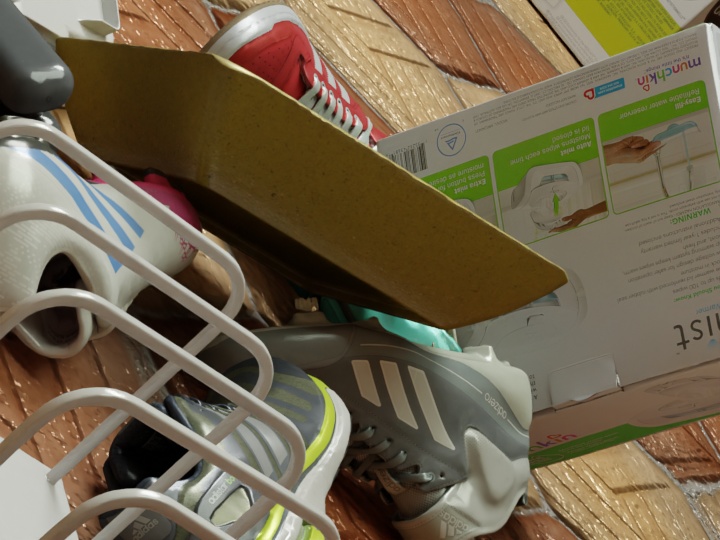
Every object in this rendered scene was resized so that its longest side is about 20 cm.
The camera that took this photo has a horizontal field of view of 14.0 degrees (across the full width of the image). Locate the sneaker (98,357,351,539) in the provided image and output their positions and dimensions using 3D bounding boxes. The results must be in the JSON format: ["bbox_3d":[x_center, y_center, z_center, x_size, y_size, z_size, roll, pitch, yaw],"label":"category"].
[{"bbox_3d":[-0.055,0.074,1.151,0.081,0.074,0.200,42,14,-13],"label":"sneaker"}]

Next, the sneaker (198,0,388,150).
[{"bbox_3d":[-0.026,-0.071,1.564,0.113,0.071,0.200,51,4,14],"label":"sneaker"}]

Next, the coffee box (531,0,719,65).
[{"bbox_3d":[0.275,-0.291,2.766,0.200,0.198,0.200,53,15,16],"label":"coffee box"}]

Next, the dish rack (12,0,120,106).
[{"bbox_3d":[-0.168,-0.191,1.389,0.172,0.043,0.201,30,48,-61],"label":"dish rack"}]

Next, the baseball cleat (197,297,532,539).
[{"bbox_3d":[0.011,0.076,1.340,0.200,0.070,0.107,9,69,-41],"label":"baseball cleat"}]

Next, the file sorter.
[{"bbox_3d":[-0.093,0.071,0.943,0.139,0.124,0.200,37,19,-37],"label":"file sorter"}]

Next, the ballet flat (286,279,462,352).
[{"bbox_3d":[0.000,0.000,1.480,0.200,0.070,0.067,59,-21,28],"label":"ballet flat"}]

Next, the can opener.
[{"bbox_3d":[-0.196,-0.114,1.237,0.067,0.053,0.200,-10,42,-35],"label":"can opener"}]

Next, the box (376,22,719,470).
[{"bbox_3d":[0.123,-0.006,1.504,0.097,0.200,0.177,22,53,-56],"label":"box"}]

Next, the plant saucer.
[{"bbox_3d":[-0.035,-0.033,1.322,0.200,0.049,0.200,32,-8,-26],"label":"plant saucer"}]

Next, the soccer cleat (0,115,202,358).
[{"bbox_3d":[-0.119,-0.001,1.194,0.200,0.070,0.087,21,55,-68],"label":"soccer cleat"}]
